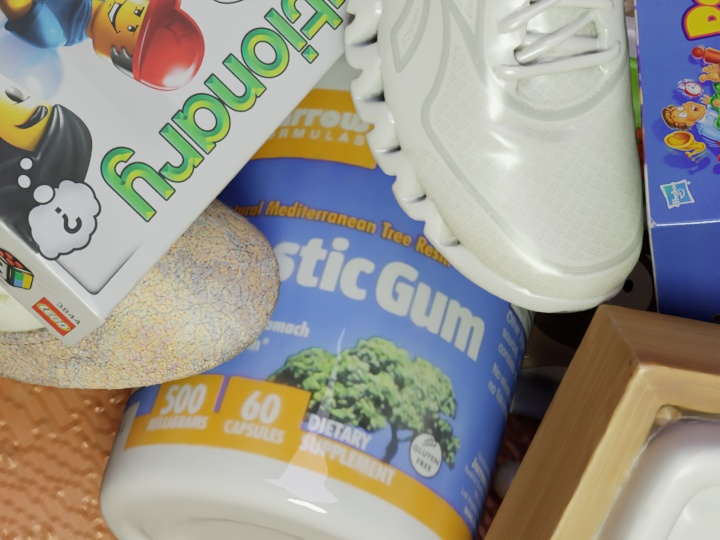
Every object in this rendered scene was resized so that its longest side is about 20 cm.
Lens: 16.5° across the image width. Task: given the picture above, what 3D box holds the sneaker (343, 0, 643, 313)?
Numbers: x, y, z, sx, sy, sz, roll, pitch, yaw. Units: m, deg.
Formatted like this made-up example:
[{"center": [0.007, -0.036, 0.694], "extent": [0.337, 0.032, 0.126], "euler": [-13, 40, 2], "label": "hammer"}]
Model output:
[{"center": [0.037, -0.087, 0.660], "extent": [0.075, 0.081, 0.200], "euler": [-12, 86, -30], "label": "sneaker"}]

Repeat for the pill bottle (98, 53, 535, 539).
[{"center": [0.000, 0.000, 0.768], "extent": [0.112, 0.112, 0.200], "euler": [18, 66, -4], "label": "pill bottle"}]

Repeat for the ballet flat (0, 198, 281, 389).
[{"center": [-0.123, -0.011, 0.699], "extent": [0.200, 0.067, 0.068], "euler": [8, 76, 17], "label": "ballet flat"}]

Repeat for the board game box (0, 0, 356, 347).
[{"center": [-0.059, -0.094, 0.680], "extent": [0.126, 0.035, 0.200], "euler": [44, 64, -9], "label": "board game box"}]

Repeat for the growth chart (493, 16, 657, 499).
[{"center": [0.096, -0.003, 0.843], "extent": [0.145, 0.018, 0.200], "euler": [6, 66, -9], "label": "growth chart"}]

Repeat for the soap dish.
[{"center": [0.100, 0.105, 0.698], "extent": [0.157, 0.200, 0.081], "euler": [10, 31, -23], "label": "soap dish"}]

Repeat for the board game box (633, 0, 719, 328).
[{"center": [0.108, -0.034, 0.737], "extent": [0.045, 0.200, 0.135], "euler": [-4, 66, 8], "label": "board game box"}]
